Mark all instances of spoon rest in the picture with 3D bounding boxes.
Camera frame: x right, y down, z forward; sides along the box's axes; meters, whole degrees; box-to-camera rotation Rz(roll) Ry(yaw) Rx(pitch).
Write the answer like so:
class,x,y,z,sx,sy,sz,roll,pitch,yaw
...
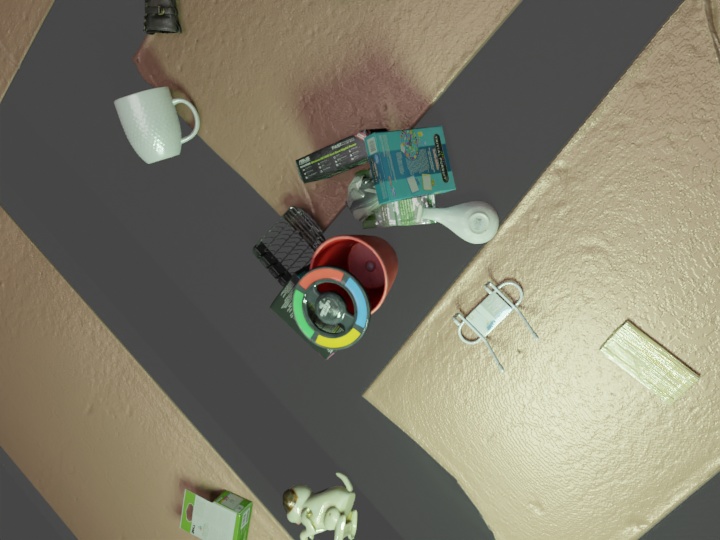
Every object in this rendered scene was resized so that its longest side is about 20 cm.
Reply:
class,x,y,z,sx,sy,sz,roll,pitch,yaw
spoon rest,0.226,-0.122,1.537,0.198,0.061,0.100,11,100,-5

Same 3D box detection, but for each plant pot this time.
class,x,y,z,sx,sy,sz,roll,pitch,yaw
plant pot,0.000,0.000,1.598,0.199,0.177,0.203,4,103,20

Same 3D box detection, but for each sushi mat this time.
class,x,y,z,sx,sy,sz,roll,pitch,yaw
sushi mat,0.647,0.207,1.478,0.200,0.012,0.096,39,113,9

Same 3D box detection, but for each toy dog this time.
class,x,y,z,sx,sy,sz,roll,pitch,yaw
toy dog,-0.122,0.654,1.815,0.198,0.139,0.196,3,90,21

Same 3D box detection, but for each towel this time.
class,x,y,z,sx,sy,sz,roll,pitch,yaw
towel,0.089,-0.183,1.608,0.198,0.031,0.151,-4,98,24

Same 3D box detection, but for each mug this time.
class,x,y,z,sx,sy,sz,roll,pitch,yaw
mug,-0.529,-0.390,1.753,0.198,0.148,0.177,-18,105,-6

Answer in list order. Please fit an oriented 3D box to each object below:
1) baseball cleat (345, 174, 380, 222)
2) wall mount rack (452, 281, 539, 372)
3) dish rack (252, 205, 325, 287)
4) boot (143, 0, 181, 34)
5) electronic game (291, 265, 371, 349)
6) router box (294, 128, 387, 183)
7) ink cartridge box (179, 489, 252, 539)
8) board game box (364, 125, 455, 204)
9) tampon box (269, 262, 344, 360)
class,x,y,z,sx,sy,sz,roll,pitch,yaw
baseball cleat,0.040,-0.205,1.571,0.200,0.070,0.107,-40,83,24
wall mount rack,0.321,0.130,1.555,0.174,0.074,0.200,45,114,7
dish rack,-0.182,-0.065,1.725,0.153,0.055,0.200,46,112,5
boot,-0.555,-0.711,1.720,0.198,0.069,0.176,14,106,16
electronic game,-0.069,0.087,1.525,0.198,0.042,0.202,5,104,21
router box,-0.036,-0.274,1.566,0.199,0.150,0.063,-18,95,23
ink cartridge box,-0.438,0.742,1.990,0.198,0.076,0.149,18,108,18
board game box,0.114,-0.240,1.485,0.047,0.199,0.152,-11,92,56
tampon box,-0.096,0.096,1.669,0.200,0.150,0.127,43,116,8
